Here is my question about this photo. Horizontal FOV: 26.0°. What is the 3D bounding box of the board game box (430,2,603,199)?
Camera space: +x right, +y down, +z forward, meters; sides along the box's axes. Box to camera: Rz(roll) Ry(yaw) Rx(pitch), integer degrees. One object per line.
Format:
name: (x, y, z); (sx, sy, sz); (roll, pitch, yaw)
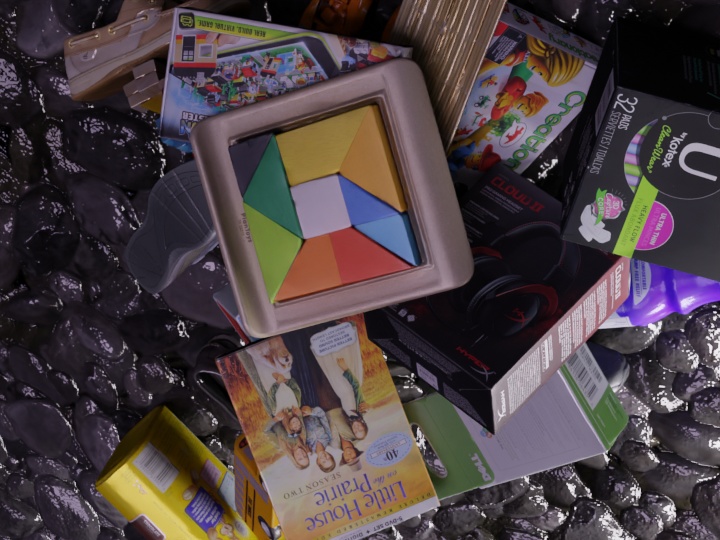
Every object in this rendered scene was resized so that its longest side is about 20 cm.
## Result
board game box: (0.103, -0.132, 1.323); (0.125, 0.035, 0.200); (19, 132, -28)

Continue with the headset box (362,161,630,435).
headset box: (0.120, 0.013, 1.303); (0.148, 0.200, 0.075); (36, 156, 28)

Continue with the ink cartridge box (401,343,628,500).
ink cartridge box: (0.129, 0.130, 1.409); (0.199, 0.059, 0.104); (-23, 103, 38)

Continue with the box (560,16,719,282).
box: (0.275, -0.089, 1.242); (0.198, 0.125, 0.150); (15, 126, -2)

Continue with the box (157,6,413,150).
box: (-0.062, -0.146, 1.282); (0.198, 0.035, 0.111); (11, 100, 13)

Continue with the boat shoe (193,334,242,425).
boat shoe: (-0.097, 0.154, 1.601); (0.200, 0.057, 0.067); (46, 125, -11)

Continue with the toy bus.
toy bus: (-0.081, 0.203, 1.528); (0.078, 0.065, 0.201); (49, 158, 21)

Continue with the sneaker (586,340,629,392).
sneaker: (0.149, 0.073, 1.443); (0.198, 0.075, 0.085); (5, 122, 18)

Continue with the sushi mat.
sushi mat: (0.068, -0.198, 1.249); (0.095, 0.012, 0.201); (37, 121, 28)

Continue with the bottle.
bottle: (0.233, 0.009, 1.367); (0.198, 0.065, 0.085); (-4, 85, 24)

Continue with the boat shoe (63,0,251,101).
boat shoe: (-0.190, -0.218, 1.393); (0.199, 0.074, 0.070); (-22, 86, 24)

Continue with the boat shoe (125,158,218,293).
boat shoe: (-0.158, -0.048, 1.465); (0.075, 0.065, 0.202); (50, 140, 9)

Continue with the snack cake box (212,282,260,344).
snack cake box: (-0.052, 0.093, 1.503); (0.067, 0.115, 0.201); (-36, 108, -6)

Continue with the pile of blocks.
pile of blocks: (-0.131, -0.129, 1.351); (0.198, 0.062, 0.083); (16, 89, 24)

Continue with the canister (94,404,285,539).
canister: (-0.174, 0.251, 1.638); (0.086, 0.149, 0.200); (-41, 99, 17)

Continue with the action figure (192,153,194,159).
action figure: (-0.088, -0.093, 1.439); (0.199, 0.052, 0.066); (32, 135, 2)

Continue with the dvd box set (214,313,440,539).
dvd box set: (-0.030, 0.145, 1.408); (0.145, 0.029, 0.202); (-21, 94, -2)

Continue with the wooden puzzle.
wooden puzzle: (-0.026, -0.055, 1.247); (0.198, 0.037, 0.187); (-15, 93, 16)

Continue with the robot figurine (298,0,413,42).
robot figurine: (-0.008, -0.169, 1.360); (0.144, 0.058, 0.201); (29, 127, 5)
